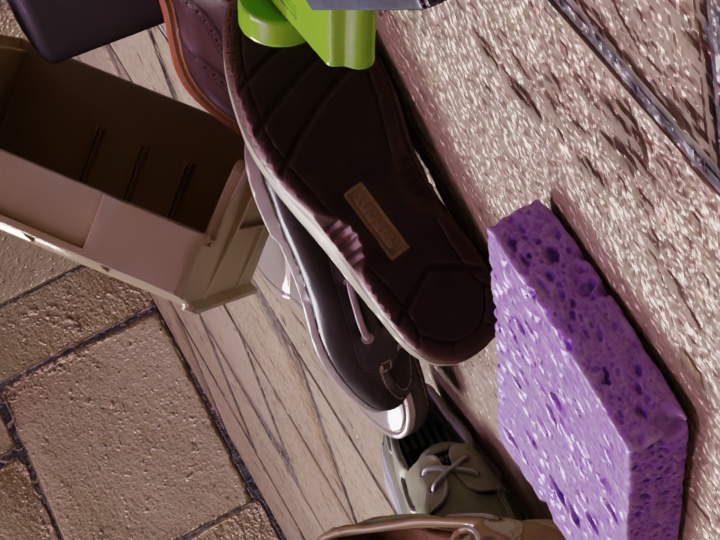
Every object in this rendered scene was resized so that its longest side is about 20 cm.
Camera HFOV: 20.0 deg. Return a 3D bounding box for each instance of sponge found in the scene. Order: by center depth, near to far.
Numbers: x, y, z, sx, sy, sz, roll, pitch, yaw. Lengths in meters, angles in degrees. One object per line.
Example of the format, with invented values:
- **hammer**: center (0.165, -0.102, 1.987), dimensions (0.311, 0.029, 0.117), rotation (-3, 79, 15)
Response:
- **sponge**: center (0.093, 0.065, 0.845), dimensions (0.112, 0.030, 0.200), rotation (59, 171, 28)

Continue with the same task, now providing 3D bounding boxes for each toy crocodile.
- **toy crocodile**: center (-0.042, -0.157, 0.907), dimensions (0.200, 0.061, 0.068), rotation (49, 150, 42)

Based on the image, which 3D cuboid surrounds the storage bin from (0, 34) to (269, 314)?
- **storage bin**: center (-0.150, -0.060, 1.158), dimensions (0.199, 0.094, 0.199), rotation (23, -174, 7)

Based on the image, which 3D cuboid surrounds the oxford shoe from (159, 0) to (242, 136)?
- **oxford shoe**: center (-0.058, -0.128, 1.051), dimensions (0.073, 0.071, 0.200), rotation (22, 156, 42)

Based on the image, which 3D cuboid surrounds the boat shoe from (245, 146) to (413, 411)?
- **boat shoe**: center (0.000, 0.000, 1.072), dimensions (0.067, 0.057, 0.201), rotation (-75, -31, -45)

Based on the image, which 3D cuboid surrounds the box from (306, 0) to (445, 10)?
- **box**: center (-0.011, -0.169, 0.696), dimensions (0.158, 0.051, 0.200), rotation (66, 171, -12)

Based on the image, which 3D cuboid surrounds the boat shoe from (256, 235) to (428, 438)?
- **boat shoe**: center (-0.001, 0.021, 1.232), dimensions (0.200, 0.057, 0.067), rotation (51, 144, 40)

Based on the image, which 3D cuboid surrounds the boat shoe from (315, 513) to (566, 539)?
- **boat shoe**: center (0.051, 0.161, 1.051), dimensions (0.200, 0.062, 0.074), rotation (-6, 79, 54)

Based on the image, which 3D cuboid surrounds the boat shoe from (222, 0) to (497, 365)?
- **boat shoe**: center (-0.005, -0.043, 0.967), dimensions (0.203, 0.074, 0.075), rotation (63, 177, 4)

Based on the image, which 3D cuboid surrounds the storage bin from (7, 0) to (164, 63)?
- **storage bin**: center (-0.147, -0.211, 1.104), dimensions (0.201, 0.134, 0.146), rotation (67, 171, -26)

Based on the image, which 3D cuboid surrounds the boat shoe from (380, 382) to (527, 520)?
- **boat shoe**: center (0.049, 0.130, 1.172), dimensions (0.200, 0.072, 0.062), rotation (-130, 21, -61)
